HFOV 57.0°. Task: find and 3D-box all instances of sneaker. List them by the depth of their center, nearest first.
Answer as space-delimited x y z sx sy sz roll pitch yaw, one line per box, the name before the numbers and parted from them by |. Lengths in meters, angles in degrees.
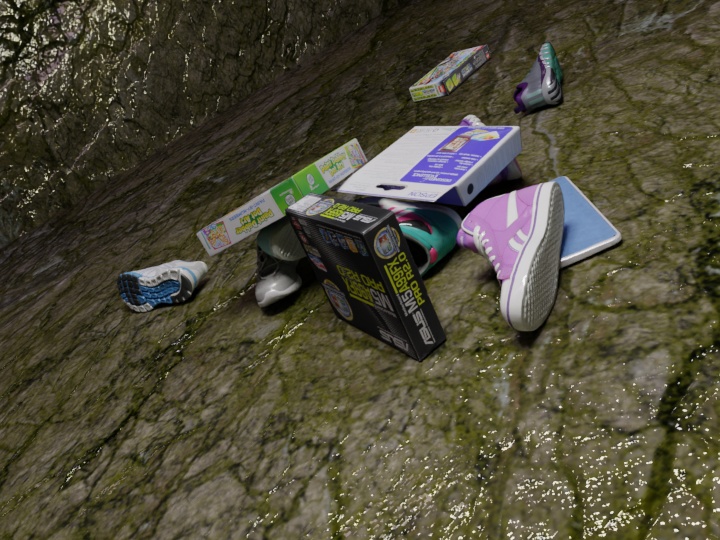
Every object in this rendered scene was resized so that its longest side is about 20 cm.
sneaker | 0.153 -0.011 0.716 0.112 0.073 0.202 -6 38 30
sneaker | 0.027 -0.035 0.877 0.196 0.085 0.121 3 31 29
sneaker | -0.068 -0.066 0.991 0.197 0.076 0.081 -12 19 -40
sneaker | -0.138 -0.014 1.012 0.074 0.083 0.201 -25 24 6
sneaker | 0.171 -0.175 1.023 0.088 0.081 0.201 -33 26 6
sneaker | -0.353 0.021 1.196 0.196 0.076 0.087 -5 22 29
sneaker | 0.318 -0.353 1.212 0.086 0.075 0.201 -19 27 28

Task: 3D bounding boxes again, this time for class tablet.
tablet | 0.223 -0.055 0.812 0.128 0.014 0.201 -23 26 9

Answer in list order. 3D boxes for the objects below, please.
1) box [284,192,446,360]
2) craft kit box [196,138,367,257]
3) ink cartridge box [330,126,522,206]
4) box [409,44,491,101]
box | 0.000 0.000 0.758 0.044 0.162 0.199 -33 26 -19
craft kit box | -0.109 -0.108 0.961 0.195 0.049 0.200 -27 10 34
ink cartridge box | 0.090 -0.137 0.910 0.196 0.044 0.199 13 43 46
box | 0.214 -0.469 1.576 0.109 0.035 0.200 2 38 46
